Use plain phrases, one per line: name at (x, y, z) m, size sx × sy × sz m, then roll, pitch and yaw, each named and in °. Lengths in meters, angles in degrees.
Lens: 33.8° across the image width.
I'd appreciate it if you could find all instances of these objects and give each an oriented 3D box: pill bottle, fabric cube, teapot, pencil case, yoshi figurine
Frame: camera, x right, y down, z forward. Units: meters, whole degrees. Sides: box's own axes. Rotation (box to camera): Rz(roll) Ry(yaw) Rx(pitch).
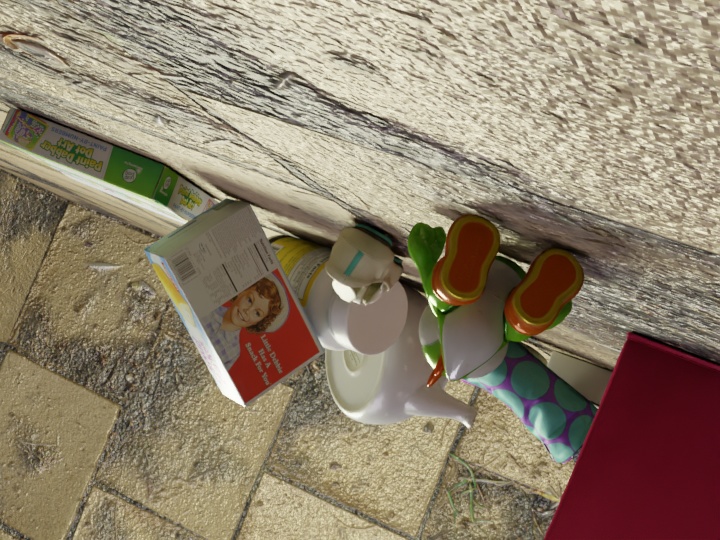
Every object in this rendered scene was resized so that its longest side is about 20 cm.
pill bottle at (-0.045, 0.030, 1.416) m, size 0.114 × 0.115 × 0.200 m, roll 26°, pitch 175°, yaw -43°
fabric cube at (0.298, 0.191, 1.069) m, size 0.196 × 0.200 × 0.200 m, roll 20°, pitch 175°, yaw 18°
teapot at (0.052, 0.104, 1.526) m, size 0.146 × 0.201 × 0.197 m, roll 4°, pitch 170°, yaw -29°
pencil case at (0.220, 0.164, 1.547) m, size 0.200 × 0.092 × 0.085 m, roll 41°, pitch -168°, yaw 7°
yoshi figurine at (0.088, 0.013, 0.811) m, size 0.112 × 0.113 × 0.200 m, roll -17°, pitch 166°, yaw -10°

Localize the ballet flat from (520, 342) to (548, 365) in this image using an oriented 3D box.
ballet flat at (0.169, 0.109, 1.679) m, size 0.200 × 0.068 × 0.062 m, roll 20°, pitch 166°, yaw 26°

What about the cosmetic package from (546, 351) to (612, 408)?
cosmetic package at (0.344, 0.167, 1.564) m, size 0.200 × 0.051 × 0.082 m, roll 19°, pitch 176°, yaw 42°

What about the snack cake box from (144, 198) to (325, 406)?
snack cake box at (-0.137, 0.035, 1.312) m, size 0.067 × 0.115 × 0.200 m, roll 16°, pitch 135°, yaw 59°

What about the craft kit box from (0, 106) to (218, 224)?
craft kit box at (-0.280, -0.111, 1.356) m, size 0.199 × 0.049 × 0.197 m, roll 21°, pitch 178°, yaw 14°

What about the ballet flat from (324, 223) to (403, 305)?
ballet flat at (0.000, 0.000, 1.116) m, size 0.069 × 0.070 × 0.200 m, roll 22°, pitch 176°, yaw 9°
